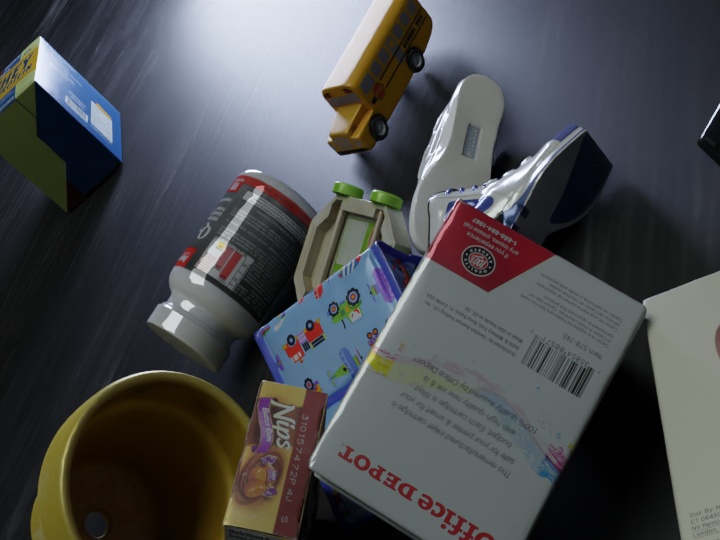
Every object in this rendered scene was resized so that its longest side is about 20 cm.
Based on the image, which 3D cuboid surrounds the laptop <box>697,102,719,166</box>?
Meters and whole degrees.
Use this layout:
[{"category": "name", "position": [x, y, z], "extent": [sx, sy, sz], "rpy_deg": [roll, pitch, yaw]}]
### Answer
[{"category": "laptop", "position": [0.385, -0.125, 0.773], "extent": [0.188, 0.114, 0.202], "rpy_deg": [-110, 39, -55]}]

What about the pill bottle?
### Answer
[{"category": "pill bottle", "position": [-0.137, 0.001, 1.133], "extent": [0.115, 0.116, 0.201], "rpy_deg": [12, 63, 53]}]

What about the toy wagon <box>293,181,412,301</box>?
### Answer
[{"category": "toy wagon", "position": [0.000, 0.000, 1.011], "extent": [0.199, 0.039, 0.158], "rpy_deg": [18, 91, 54]}]

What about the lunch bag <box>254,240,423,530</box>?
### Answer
[{"category": "lunch bag", "position": [0.018, 0.106, 0.859], "extent": [0.150, 0.093, 0.202], "rpy_deg": [-36, 62, 27]}]

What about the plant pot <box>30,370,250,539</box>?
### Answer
[{"category": "plant pot", "position": [-0.205, 0.213, 0.931], "extent": [0.188, 0.199, 0.203], "rpy_deg": [-32, 32, 48]}]

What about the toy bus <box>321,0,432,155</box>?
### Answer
[{"category": "toy bus", "position": [0.017, -0.236, 1.246], "extent": [0.065, 0.078, 0.202], "rpy_deg": [-1, 54, 48]}]

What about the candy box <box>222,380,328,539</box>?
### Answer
[{"category": "candy box", "position": [-0.064, 0.189, 0.789], "extent": [0.055, 0.202, 0.118], "rpy_deg": [11, 50, 2]}]

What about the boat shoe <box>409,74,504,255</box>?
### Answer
[{"category": "boat shoe", "position": [0.088, -0.099, 1.036], "extent": [0.069, 0.071, 0.203], "rpy_deg": [134, 150, -67]}]

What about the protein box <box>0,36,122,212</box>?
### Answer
[{"category": "protein box", "position": [-0.519, -0.249, 1.756], "extent": [0.134, 0.199, 0.201], "rpy_deg": [-38, 33, 11]}]

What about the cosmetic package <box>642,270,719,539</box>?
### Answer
[{"category": "cosmetic package", "position": [0.235, 0.106, 0.613], "extent": [0.086, 0.103, 0.202], "rpy_deg": [-24, 40, 26]}]

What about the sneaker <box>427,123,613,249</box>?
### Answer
[{"category": "sneaker", "position": [0.119, -0.056, 0.924], "extent": [0.200, 0.081, 0.115], "rpy_deg": [-50, 42, -3]}]

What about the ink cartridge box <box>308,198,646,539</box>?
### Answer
[{"category": "ink cartridge box", "position": [0.075, 0.087, 0.711], "extent": [0.202, 0.144, 0.145], "rpy_deg": [-58, -8, -10]}]
